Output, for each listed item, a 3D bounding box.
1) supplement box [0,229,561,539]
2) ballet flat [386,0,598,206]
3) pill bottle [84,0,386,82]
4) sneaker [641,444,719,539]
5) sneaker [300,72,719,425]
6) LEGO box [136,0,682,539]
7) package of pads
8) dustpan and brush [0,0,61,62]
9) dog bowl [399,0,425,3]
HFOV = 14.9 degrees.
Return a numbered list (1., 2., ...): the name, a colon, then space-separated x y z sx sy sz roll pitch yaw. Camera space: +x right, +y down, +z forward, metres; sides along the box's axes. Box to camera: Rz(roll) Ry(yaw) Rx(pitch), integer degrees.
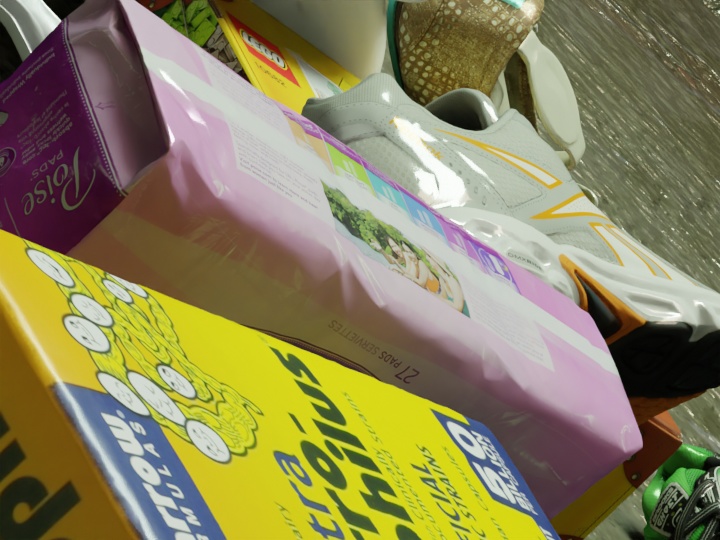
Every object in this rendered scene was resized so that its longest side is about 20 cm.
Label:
1. supplement box: -0.034 0.083 0.567 0.200 0.110 0.109 24 25 -53
2. ballet flat: 0.058 -0.036 1.083 0.065 0.071 0.200 12 -36 25
3. pill bottle: -0.050 -0.123 1.084 0.113 0.113 0.200 40 16 -17
4. sneaker: 0.143 0.124 1.046 0.085 0.078 0.200 36 7 -9
5. sneaker: 0.056 -0.010 0.856 0.200 0.076 0.092 22 46 -52
6. LEGO box: 0.000 0.000 0.953 0.200 0.077 0.149 33 19 -39
7. package of pads: -0.032 0.025 0.710 0.200 0.120 0.076 32 25 -42
8. dustpan and brush: -0.134 -0.113 0.874 0.139 0.057 0.200 -28 89 -40
9. dog bowl: -0.036 -0.179 0.963 0.200 0.059 0.200 36 17 -13
